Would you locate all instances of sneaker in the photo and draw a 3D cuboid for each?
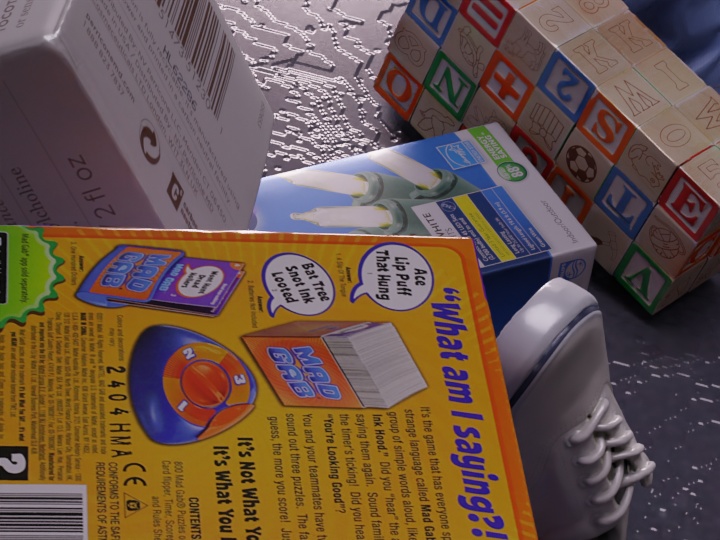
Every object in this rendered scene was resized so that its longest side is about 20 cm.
[{"bbox_3d":[0.090,0.068,1.043,0.071,0.200,0.073,37,74,20],"label":"sneaker"}]

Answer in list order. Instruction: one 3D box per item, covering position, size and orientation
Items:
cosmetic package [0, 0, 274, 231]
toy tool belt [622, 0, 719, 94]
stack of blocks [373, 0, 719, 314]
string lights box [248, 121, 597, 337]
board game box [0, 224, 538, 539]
[{"bbox_3d":[-0.168,-0.059,1.110,0.200,0.167,0.166,-14,36,19],"label":"cosmetic package"},{"bbox_3d":[0.146,-0.158,1.320,0.125,0.200,0.123,-15,41,5],"label":"toy tool belt"},{"bbox_3d":[0.107,-0.074,1.269,0.059,0.115,0.200,-30,67,-37],"label":"stack of blocks"},{"bbox_3d":[0.000,0.000,1.206,0.200,0.059,0.103,-14,46,-25],"label":"string lights box"},{"bbox_3d":[-0.054,0.123,0.940,0.199,0.200,0.200,1,40,-9],"label":"board game box"}]
